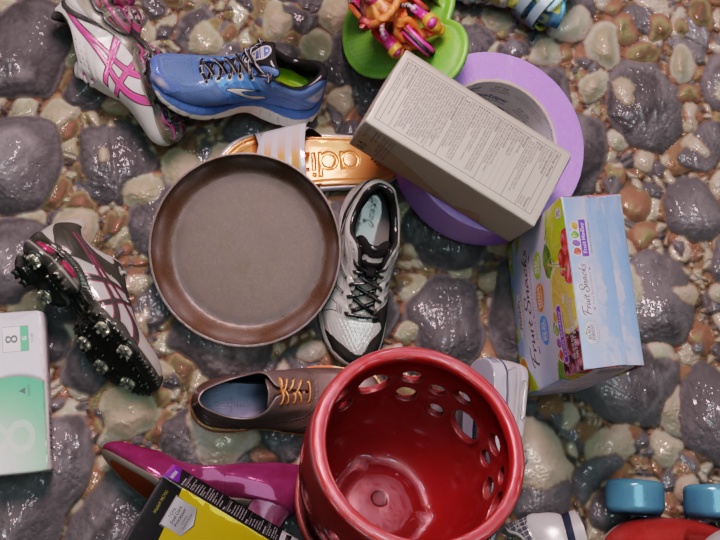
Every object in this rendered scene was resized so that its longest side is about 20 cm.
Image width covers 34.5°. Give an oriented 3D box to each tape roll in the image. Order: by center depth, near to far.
[{"bbox_3d":[0.138,-0.131,1.260,0.199,0.066,0.201,3,78,-14],"label":"tape roll"}]

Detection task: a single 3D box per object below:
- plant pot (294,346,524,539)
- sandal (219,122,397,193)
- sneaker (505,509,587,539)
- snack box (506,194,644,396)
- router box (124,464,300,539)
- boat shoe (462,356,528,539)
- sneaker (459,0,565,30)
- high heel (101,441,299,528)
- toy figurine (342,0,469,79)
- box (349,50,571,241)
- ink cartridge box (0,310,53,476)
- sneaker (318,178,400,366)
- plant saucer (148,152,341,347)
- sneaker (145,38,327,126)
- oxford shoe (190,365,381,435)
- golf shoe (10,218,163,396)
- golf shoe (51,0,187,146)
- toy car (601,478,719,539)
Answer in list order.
[{"bbox_3d":[0.033,0.200,1.099,0.200,0.183,0.201,8,56,-12],"label":"plant pot"},{"bbox_3d":[-0.053,-0.123,1.245,0.206,0.059,0.079,-6,77,-9],"label":"sandal"},{"bbox_3d":[0.200,0.346,1.173,0.080,0.076,0.201,-9,74,2],"label":"sneaker"},{"bbox_3d":[0.210,0.032,1.171,0.067,0.200,0.169,-3,77,-8],"label":"snack box"},{"bbox_3d":[-0.169,0.309,1.102,0.149,0.051,0.200,30,97,1],"label":"router box"},{"bbox_3d":[0.142,0.191,1.193,0.065,0.074,0.201,9,89,-30],"label":"boat shoe"},{"bbox_3d":[0.158,-0.315,1.308,0.200,0.080,0.131,-26,80,-12],"label":"sneaker"},{"bbox_3d":[-0.156,0.200,1.167,0.200,0.067,0.096,29,56,-1],"label":"high heel"},{"bbox_3d":[0.000,-0.288,1.187,0.150,0.184,0.200,-46,51,15],"label":"toy figurine"},{"bbox_3d":[0.100,-0.123,1.174,0.200,0.078,0.095,32,73,-5],"label":"box"},{"bbox_3d":[-0.409,0.128,1.149,0.199,0.050,0.162,-4,78,-10],"label":"ink cartridge box"},{"bbox_3d":[0.000,0.000,1.207,0.075,0.088,0.201,5,83,-9],"label":"sneaker"},{"bbox_3d":[-0.119,-0.021,1.206,0.199,0.032,0.201,0,91,2],"label":"plant saucer"},{"bbox_3d":[-0.126,-0.208,1.214,0.199,0.089,0.079,0,58,-26],"label":"sneaker"},{"bbox_3d":[-0.072,0.132,1.177,0.199,0.073,0.072,-7,78,-9],"label":"oxford shoe"},{"bbox_3d":[-0.256,0.034,1.174,0.200,0.077,0.088,53,44,-10],"label":"golf shoe"},{"bbox_3d":[-0.256,-0.216,1.245,0.092,0.073,0.200,-29,86,19],"label":"golf shoe"},{"bbox_3d":[0.339,0.295,1.124,0.176,0.200,0.185,6,76,-12],"label":"toy car"}]
